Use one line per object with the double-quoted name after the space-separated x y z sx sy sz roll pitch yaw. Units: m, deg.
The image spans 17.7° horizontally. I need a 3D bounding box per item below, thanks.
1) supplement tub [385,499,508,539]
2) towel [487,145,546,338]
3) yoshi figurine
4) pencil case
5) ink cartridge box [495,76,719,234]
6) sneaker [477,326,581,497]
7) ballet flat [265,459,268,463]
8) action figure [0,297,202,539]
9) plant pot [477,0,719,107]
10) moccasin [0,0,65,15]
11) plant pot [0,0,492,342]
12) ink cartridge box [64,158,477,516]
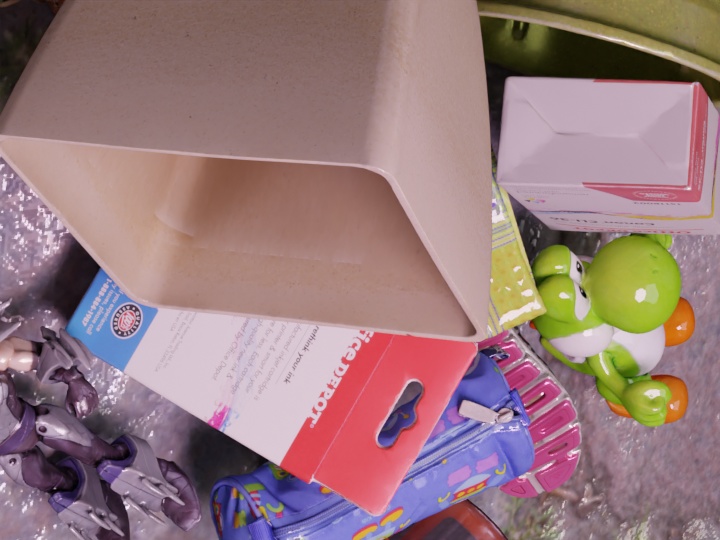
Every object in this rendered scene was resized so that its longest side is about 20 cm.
0.007 0.234 1.467 0.200 0.107 0.107 -41 131 -19 "supplement tub"
0.000 0.000 1.346 0.199 0.023 0.144 -21 104 -9 "towel"
0.179 0.032 1.497 0.112 0.112 0.200 -46 149 4 "yoshi figurine"
0.012 0.118 1.346 0.199 0.087 0.078 -25 86 -20 "pencil case"
0.160 -0.064 1.401 0.200 0.116 0.068 26 68 -72 "ink cartridge box"
0.078 0.056 1.455 0.073 0.088 0.200 -30 122 7 "sneaker"
-0.030 0.136 1.421 0.075 0.068 0.201 -5 109 -50 "ballet flat"
-0.179 0.091 1.251 0.130 0.070 0.200 -37 135 17 "action figure"
0.147 -0.210 1.345 0.200 0.200 0.185 16 87 -44 "plant pot"
-0.142 -0.158 1.180 0.074 0.077 0.202 -54 149 -30 "moccasin"
-0.034 -0.092 1.140 0.200 0.199 0.178 56 44 -61 "plant pot"
-0.047 0.037 1.270 0.117 0.199 0.067 -59 179 -2 "ink cartridge box"
